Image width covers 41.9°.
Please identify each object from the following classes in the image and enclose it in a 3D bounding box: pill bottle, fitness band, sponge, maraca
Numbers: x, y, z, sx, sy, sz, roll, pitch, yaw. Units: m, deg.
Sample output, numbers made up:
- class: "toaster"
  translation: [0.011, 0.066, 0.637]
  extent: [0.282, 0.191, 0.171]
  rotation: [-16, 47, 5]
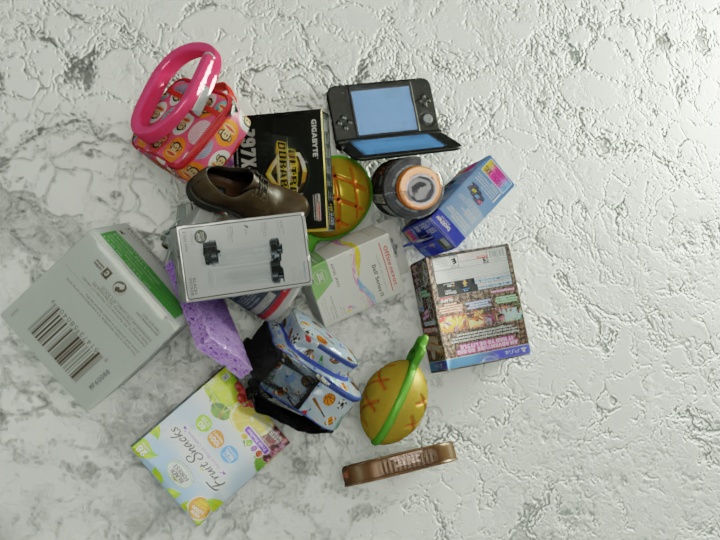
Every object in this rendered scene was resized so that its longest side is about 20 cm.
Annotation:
- class: "pill bottle"
  translation: [0.082, -0.141, 1.603]
  extent: [0.106, 0.200, 0.107]
  rotation: [-1, 95, -9]
- class: "fitness band"
  translation: [-0.300, -0.291, 1.519]
  extent: [0.037, 0.143, 0.201]
  rotation: [46, 53, -42]
- class: "sponge"
  translation: [-0.238, 0.071, 1.471]
  extent: [0.030, 0.200, 0.112]
  rotation: [-39, 136, 8]
- class: "maraca"
  translation: [0.065, 0.201, 1.580]
  extent: [0.107, 0.137, 0.201]
  rotation: [26, 82, -5]
- class: "pill bottle"
  translation: [-0.197, -0.016, 1.510]
  extent: [0.200, 0.120, 0.120]
  rotation: [33, 75, -18]
- class: "maraca"
  translation: [-0.068, -0.111, 1.621]
  extent: [0.200, 0.107, 0.137]
  rotation: [-40, 103, -9]

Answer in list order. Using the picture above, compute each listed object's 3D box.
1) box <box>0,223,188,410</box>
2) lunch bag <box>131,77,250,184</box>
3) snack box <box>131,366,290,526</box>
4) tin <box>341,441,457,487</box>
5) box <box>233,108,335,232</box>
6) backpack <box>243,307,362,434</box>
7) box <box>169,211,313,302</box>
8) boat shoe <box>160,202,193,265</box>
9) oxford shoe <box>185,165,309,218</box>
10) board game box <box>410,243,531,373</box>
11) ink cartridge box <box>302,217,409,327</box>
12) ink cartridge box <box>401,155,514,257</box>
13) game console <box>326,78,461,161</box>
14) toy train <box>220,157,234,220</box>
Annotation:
- class: "box"
  translation: [-0.392, 0.065, 1.455]
  extent: [0.200, 0.171, 0.199]
  rotation: [-41, 93, 6]
- class: "lunch bag"
  translation: [-0.270, -0.236, 1.542]
  extent: [0.176, 0.200, 0.082]
  rotation: [-53, 133, -8]
- class: "snack box"
  translation: [-0.245, 0.285, 1.539]
  extent: [0.200, 0.068, 0.169]
  rotation: [-41, 93, -14]
- class: "tin"
  translation: [0.065, 0.325, 1.587]
  extent: [0.199, 0.112, 0.042]
  rotation: [-11, 75, -16]
- class: "box"
  translation: [-0.128, -0.160, 1.559]
  extent: [0.159, 0.049, 0.201]
  rotation: [-2, 90, 16]
- class: "backpack"
  translation: [-0.088, 0.166, 1.536]
  extent: [0.154, 0.200, 0.190]
  rotation: [-43, 110, 7]
- class: "box"
  translation: [-0.178, -0.020, 1.421]
  extent: [0.199, 0.060, 0.117]
  rotation: [-9, 92, -21]
- class: "boat shoe"
  translation: [-0.317, -0.017, 1.565]
  extent: [0.065, 0.074, 0.203]
  rotation: [12, 88, -10]
- class: "oxford shoe"
  translation: [-0.163, -0.116, 1.462]
  extent: [0.199, 0.084, 0.073]
  rotation: [9, 66, -28]
- class: "board game box"
  translation: [0.192, 0.067, 1.661]
  extent: [0.159, 0.097, 0.201]
  rotation: [-9, 84, -15]
- class: "ink cartridge box"
  translation: [0.000, 0.000, 1.620]
  extent: [0.200, 0.067, 0.117]
  rotation: [-25, 114, -16]
- class: "ink cartridge box"
  translation: [0.160, -0.098, 1.649]
  extent: [0.076, 0.136, 0.200]
  rotation: [45, 71, -8]
- class: "game console"
  translation: [0.057, -0.269, 1.663]
  extent: [0.199, 0.116, 0.177]
  rotation: [-8, 80, -15]
- class: "toy train"
  translation: [-0.204, -0.175, 1.627]
  extent: [0.200, 0.056, 0.151]
  rotation: [-25, 97, -17]
